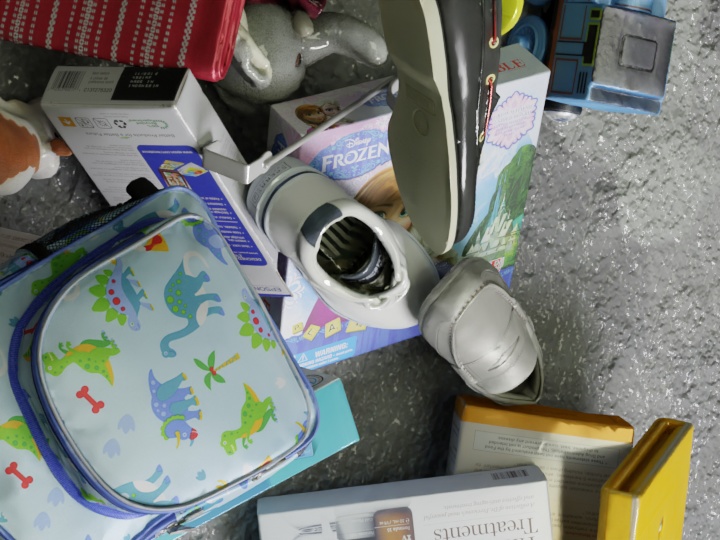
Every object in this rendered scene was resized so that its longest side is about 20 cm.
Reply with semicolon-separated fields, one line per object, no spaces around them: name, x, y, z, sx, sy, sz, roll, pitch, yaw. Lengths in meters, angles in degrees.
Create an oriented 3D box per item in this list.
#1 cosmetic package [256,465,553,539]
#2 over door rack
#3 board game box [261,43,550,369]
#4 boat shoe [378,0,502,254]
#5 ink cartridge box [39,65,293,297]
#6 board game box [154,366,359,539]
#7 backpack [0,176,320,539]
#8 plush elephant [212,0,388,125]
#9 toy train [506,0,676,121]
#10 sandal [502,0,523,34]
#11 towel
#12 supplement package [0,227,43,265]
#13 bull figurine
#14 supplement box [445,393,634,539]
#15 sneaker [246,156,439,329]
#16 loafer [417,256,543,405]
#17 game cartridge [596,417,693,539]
cosmetic package;0.035;0.222;1.431;0.199;0.052;0.152;-7;99;-2
over door rack;-0.001;-0.142;1.235;0.199;0.066;0.149;-26;132;-39
board game box;0.024;-0.038;1.402;0.199;0.041;0.200;-18;133;-29
boat shoe;0.053;-0.097;1.215;0.063;0.074;0.202;-24;132;-23
ink cartridge box;-0.113;-0.052;1.298;0.200;0.094;0.037;62;39;-48
board game box;-0.124;0.116;1.312;0.199;0.151;0.047;-26;109;-27
backpack;-0.140;0.065;1.146;0.199;0.147;0.184;-31;96;-22
plush elephant;-0.050;-0.176;1.321;0.199;0.165;0.156;-13;91;-3
toy train;0.171;-0.203;1.480;0.086;0.114;0.201;9;92;-33
sandal;0.060;-0.259;1.436;0.201;0.079;0.087;68;26;-12
towel;-0.154;-0.199;1.249;0.022;0.199;0.146;18;85;-73
supplement package;-0.254;0.078;1.241;0.200;0.121;0.120;-37;114;-24
bull figurine;-0.267;-0.074;1.248;0.200;0.065;0.122;-37;108;-29
supplement box;0.118;0.198;1.497;0.125;0.074;0.201;8;92;-3
sneaker;0.000;0.000;1.324;0.073;0.071;0.200;-49;143;6
loafer;0.089;0.045;1.408;0.070;0.070;0.200;-48;159;-1
game cartridge;0.192;0.222;1.468;0.176;0.032;0.201;-30;128;-66
